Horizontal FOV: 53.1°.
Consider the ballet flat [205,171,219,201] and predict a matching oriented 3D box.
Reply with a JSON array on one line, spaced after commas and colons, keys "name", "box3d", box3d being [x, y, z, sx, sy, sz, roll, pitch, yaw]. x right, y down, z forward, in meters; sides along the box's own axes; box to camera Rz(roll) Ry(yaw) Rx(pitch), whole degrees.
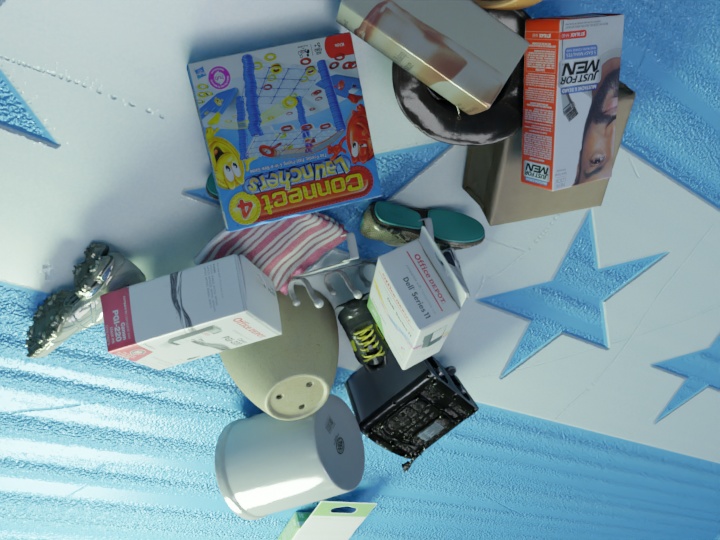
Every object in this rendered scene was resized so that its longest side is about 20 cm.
[{"name": "ballet flat", "box3d": [-0.105, -0.135, 0.949, 0.198, 0.068, 0.064, -26, 161, 2]}]

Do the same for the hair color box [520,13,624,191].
[{"name": "hair color box", "box3d": [0.263, -0.211, 0.898, 0.110, 0.064, 0.202, -15, 115, -28]}]

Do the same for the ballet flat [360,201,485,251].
[{"name": "ballet flat", "box3d": [0.090, -0.060, 1.101, 0.198, 0.069, 0.075, 7, 147, -21]}]

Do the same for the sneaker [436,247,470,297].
[{"name": "sneaker", "box3d": [0.098, 0.024, 1.120, 0.128, 0.080, 0.199, -21, 178, 8]}]

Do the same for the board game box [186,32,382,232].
[{"name": "board game box", "box3d": [-0.089, -0.166, 0.870, 0.198, 0.056, 0.198, -15, 102, -11]}]

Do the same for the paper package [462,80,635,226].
[{"name": "paper package", "box3d": [0.265, -0.178, 1.041, 0.198, 0.104, 0.192, -11, 131, -15]}]

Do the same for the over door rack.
[{"name": "over door rack", "box3d": [0.000, 0.000, 1.026, 0.147, 0.067, 0.200, -14, 167, -34]}]

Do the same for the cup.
[{"name": "cup", "box3d": [-0.114, 0.145, 1.124, 0.198, 0.144, 0.202, -12, 132, -14]}]

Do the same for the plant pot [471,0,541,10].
[{"name": "plant pot", "box3d": [0.199, -0.385, 0.790, 0.139, 0.200, 0.201, -7, 133, -39]}]

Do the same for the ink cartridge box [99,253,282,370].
[{"name": "ink cartridge box", "box3d": [-0.222, 0.060, 0.973, 0.198, 0.086, 0.146, -18, 160, 7]}]

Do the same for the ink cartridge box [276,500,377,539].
[{"name": "ink cartridge box", "box3d": [-0.073, 0.537, 1.536, 0.144, 0.048, 0.201, 13, 122, -31]}]

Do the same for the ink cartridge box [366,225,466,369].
[{"name": "ink cartridge box", "box3d": [0.070, 0.041, 0.969, 0.067, 0.118, 0.201, -24, 158, -16]}]

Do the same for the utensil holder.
[{"name": "utensil holder", "box3d": [-0.114, 0.310, 1.204, 0.198, 0.171, 0.170, -21, 137, 24]}]

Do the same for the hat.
[{"name": "hat", "box3d": [0.131, -0.254, 0.923, 0.198, 0.081, 0.203, -2, 103, -8]}]

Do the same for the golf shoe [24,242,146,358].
[{"name": "golf shoe", "box3d": [-0.377, 0.059, 0.990, 0.200, 0.079, 0.097, -42, 137, 16]}]

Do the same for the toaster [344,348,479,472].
[{"name": "toaster", "box3d": [0.087, 0.239, 1.304, 0.200, 0.119, 0.181, -40, 131, 13]}]

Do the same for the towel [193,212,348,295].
[{"name": "towel", "box3d": [-0.117, -0.034, 1.005, 0.146, 0.030, 0.199, -41, 151, 17]}]

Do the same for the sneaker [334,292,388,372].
[{"name": "sneaker", "box3d": [0.015, 0.101, 1.145, 0.074, 0.085, 0.200, -23, 155, 1]}]

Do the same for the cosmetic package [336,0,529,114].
[{"name": "cosmetic package", "box3d": [0.077, -0.270, 0.817, 0.199, 0.103, 0.088, 33, 95, -7]}]
